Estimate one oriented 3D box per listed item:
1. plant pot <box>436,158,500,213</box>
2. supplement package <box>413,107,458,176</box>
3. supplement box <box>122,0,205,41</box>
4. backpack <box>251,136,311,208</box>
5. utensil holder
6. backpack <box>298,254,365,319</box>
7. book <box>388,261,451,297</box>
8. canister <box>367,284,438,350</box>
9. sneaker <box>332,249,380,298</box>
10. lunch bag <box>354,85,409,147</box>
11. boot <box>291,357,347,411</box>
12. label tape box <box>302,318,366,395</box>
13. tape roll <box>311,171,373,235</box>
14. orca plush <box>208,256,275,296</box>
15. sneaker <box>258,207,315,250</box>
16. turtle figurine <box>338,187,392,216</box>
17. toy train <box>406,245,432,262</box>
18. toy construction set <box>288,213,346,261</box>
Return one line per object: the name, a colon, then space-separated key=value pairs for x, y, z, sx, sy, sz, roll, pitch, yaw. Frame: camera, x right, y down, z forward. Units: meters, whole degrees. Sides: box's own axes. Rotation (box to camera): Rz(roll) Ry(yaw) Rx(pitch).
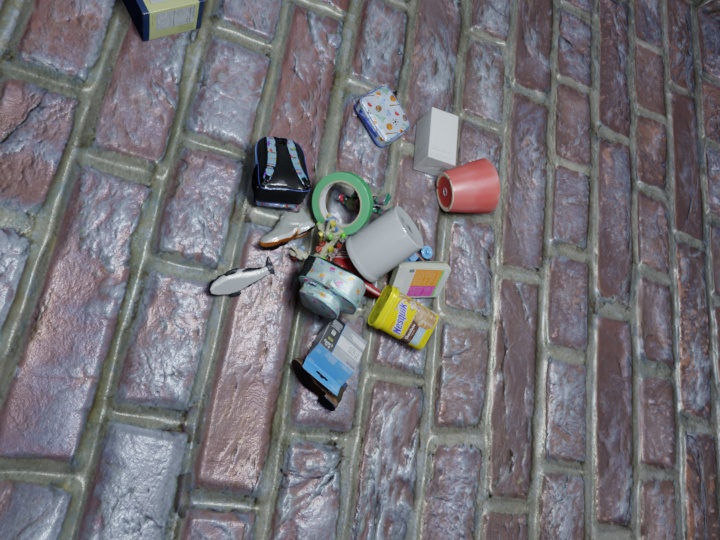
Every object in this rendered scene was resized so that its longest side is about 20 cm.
plant pot: x=0.385 y=-0.299 z=1.898 sx=0.175 sy=0.200 sz=0.204 roll=-10 pitch=82 yaw=-15
supplement package: x=0.279 y=-0.473 z=1.916 sx=0.118 sy=0.121 sz=0.203 roll=12 pitch=74 yaw=-20
supplement box: x=-0.619 y=-0.855 z=1.596 sx=0.198 sy=0.134 sz=0.202 roll=-27 pitch=90 yaw=-26
backpack: x=-0.259 y=-0.315 z=1.635 sx=0.180 sy=0.135 sz=0.203 roll=-1 pitch=66 yaw=-25
utensil holder: x=0.080 y=-0.086 z=1.657 sx=0.170 sy=0.199 sz=0.171 roll=47 pitch=23 yaw=-27
backpack: x=-0.088 y=0.061 z=1.580 sx=0.197 sy=0.176 sz=0.155 roll=17 pitch=66 yaw=4
book: x=0.196 y=0.035 z=1.767 sx=0.197 sy=0.135 sz=0.048 roll=1 pitch=35 yaw=-25
canister: x=0.144 y=0.159 z=1.719 sx=0.198 sy=0.086 sz=0.150 roll=30 pitch=89 yaw=-17
sneaker: x=0.000 y=0.000 z=1.711 sx=0.199 sy=0.078 sz=0.117 roll=33 pitch=68 yaw=-15
lunch bag: x=0.075 y=-0.559 z=1.873 sx=0.160 sy=0.075 sz=0.201 roll=-36 pitch=95 yaw=-24
boot: x=-0.124 y=0.327 z=1.596 sx=0.201 sy=0.074 sz=0.097 roll=52 pitch=48 yaw=-8
label tape box: x=-0.075 y=0.256 z=1.582 sx=0.143 sy=0.066 sz=0.201 roll=41 pitch=37 yaw=-11
tape roll: x=-0.059 y=-0.217 z=1.676 sx=0.202 sy=0.199 sz=0.048 roll=58 pitch=21 yaw=-2
orca plush: x=-0.362 y=0.006 z=1.550 sx=0.198 sy=0.106 sz=0.071 roll=-31 pitch=50 yaw=-4
sneaker: x=-0.245 y=-0.135 z=1.642 sx=0.199 sy=0.076 sz=0.093 roll=-26 pitch=82 yaw=-34
turtle figurine: x=0.007 y=-0.236 z=1.738 sx=0.198 sy=0.150 sz=0.102 roll=19 pitch=75 yaw=24
toy train: x=0.163 y=-0.077 z=1.796 sx=0.114 sy=0.086 sz=0.201 roll=-44 pitch=101 yaw=-22
toy construction set: x=-0.126 y=-0.086 z=1.635 sx=0.093 sy=0.199 sz=0.131 roll=59 pitch=19 yaw=21
